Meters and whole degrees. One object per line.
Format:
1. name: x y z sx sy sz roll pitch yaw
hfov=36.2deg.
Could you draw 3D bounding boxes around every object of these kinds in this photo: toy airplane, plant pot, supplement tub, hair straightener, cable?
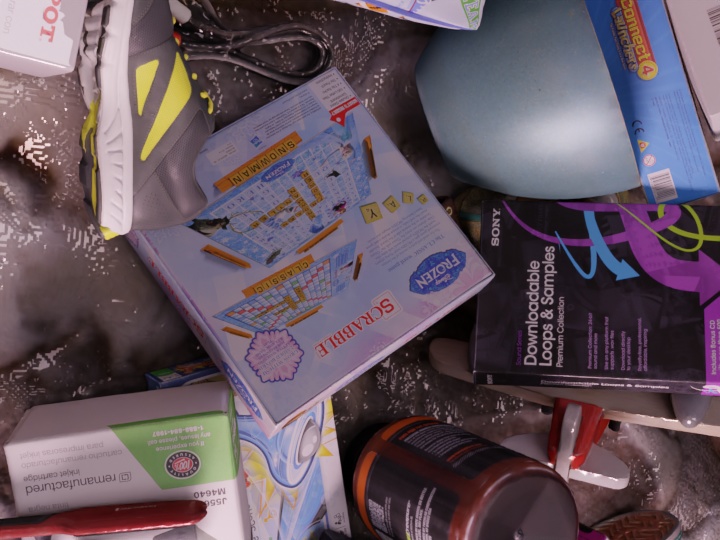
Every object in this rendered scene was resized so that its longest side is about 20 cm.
1. toy airplane: 0.181 0.086 0.889 0.199 0.199 0.142 -1 108 -27
2. plant pot: 0.119 -0.138 0.851 0.134 0.200 0.201 -19 109 12
3. supplement tub: 0.064 0.171 0.830 0.107 0.200 0.108 -5 99 -29
4. hair straightener: -0.192 0.188 0.682 0.199 0.041 0.077 -4 99 -5
5. cable: -0.106 -0.164 0.777 0.199 0.050 0.098 22 87 -29

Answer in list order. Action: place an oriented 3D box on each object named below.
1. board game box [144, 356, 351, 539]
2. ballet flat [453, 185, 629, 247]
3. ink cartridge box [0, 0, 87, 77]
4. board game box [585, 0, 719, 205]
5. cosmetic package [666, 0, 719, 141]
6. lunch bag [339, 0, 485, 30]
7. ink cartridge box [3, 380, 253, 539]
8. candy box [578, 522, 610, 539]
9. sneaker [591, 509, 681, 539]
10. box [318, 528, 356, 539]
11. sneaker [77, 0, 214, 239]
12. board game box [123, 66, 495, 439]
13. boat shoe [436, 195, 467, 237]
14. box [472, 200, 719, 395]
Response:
1. board game box: -0.080 0.160 0.840 0.135 0.034 0.201 -15 103 -28
2. ballet flat: 0.171 -0.047 0.944 0.199 0.071 0.071 -5 98 -30
3. ink cartridge box: -0.264 -0.212 0.662 0.199 0.086 0.147 11 91 -29
4. board game box: 0.231 -0.177 0.900 0.056 0.196 0.201 -16 111 19
5. cosmetic package: 0.284 -0.166 0.824 0.200 0.085 0.108 -10 80 -70
6. lunch bag: -0.005 -0.217 0.751 0.160 0.200 0.076 8 106 -29
7. ink cartridge box: -0.147 0.190 0.752 0.145 0.084 0.201 -8 101 -5
8. candy box: 0.116 0.292 0.912 0.200 0.136 0.061 -48 117 -16
9. sneaker: 0.220 0.299 1.016 0.200 0.071 0.080 -30 114 -19
10. box: -0.012 0.320 0.834 0.122 0.106 0.201 30 91 -36
11. sneaker: -0.136 -0.121 0.715 0.084 0.074 0.201 -2 108 -28
12. board game box: -0.041 -0.019 0.784 0.200 0.041 0.200 -32 79 -22
13. boat shoe: 0.000 0.000 0.849 0.200 0.070 0.071 -27 116 -34
14. box: 0.186 0.018 0.825 0.199 0.036 0.144 1 67 10
